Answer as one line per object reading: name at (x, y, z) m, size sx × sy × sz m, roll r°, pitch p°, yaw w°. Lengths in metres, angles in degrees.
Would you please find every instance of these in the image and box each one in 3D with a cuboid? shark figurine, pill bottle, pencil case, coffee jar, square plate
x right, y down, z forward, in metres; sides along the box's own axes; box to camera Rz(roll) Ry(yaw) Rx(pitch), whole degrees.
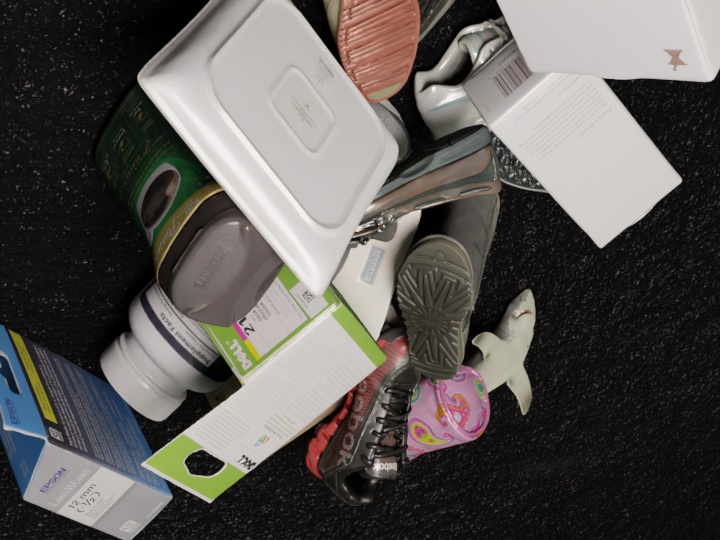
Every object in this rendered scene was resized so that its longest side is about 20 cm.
shark figurine at (0.106, 0.109, 1.358) m, size 0.212 × 0.089 × 0.130 m, roll -18°, pitch 102°, yaw -32°
pill bottle at (-0.133, 0.035, 1.092) m, size 0.200 × 0.111 × 0.111 m, roll -44°, pitch 138°, yaw 8°
pencil case at (0.039, 0.158, 1.281) m, size 0.087 × 0.089 × 0.199 m, roll 16°, pitch 149°, yaw -42°
coffee jar at (-0.128, -0.054, 0.946) m, size 0.085 × 0.201 × 0.105 m, roll 18°, pitch 118°, yaw -43°
square plate at (-0.052, -0.114, 0.912) m, size 0.028 × 0.199 × 0.201 m, roll -25°, pitch 113°, yaw 36°

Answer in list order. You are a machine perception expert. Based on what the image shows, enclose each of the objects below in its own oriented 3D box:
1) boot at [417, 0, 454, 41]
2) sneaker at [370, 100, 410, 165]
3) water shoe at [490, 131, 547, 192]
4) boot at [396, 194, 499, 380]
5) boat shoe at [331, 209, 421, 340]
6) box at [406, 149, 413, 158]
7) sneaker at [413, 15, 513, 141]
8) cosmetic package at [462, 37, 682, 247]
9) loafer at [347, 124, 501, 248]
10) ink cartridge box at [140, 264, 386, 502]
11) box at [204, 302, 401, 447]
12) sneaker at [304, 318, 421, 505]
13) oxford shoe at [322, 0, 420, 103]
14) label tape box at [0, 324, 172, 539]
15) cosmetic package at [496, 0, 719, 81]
boot at (0.107, -0.255, 1.038) m, size 0.130 × 0.068 × 0.201 m, roll 13°, pitch 120°, yaw -48°
sneaker at (-0.026, -0.117, 1.048) m, size 0.198 × 0.087 × 0.078 m, roll 17°, pitch 117°, yaw -43°
water shoe at (0.179, -0.117, 1.207) m, size 0.197 × 0.079 × 0.072 m, roll 22°, pitch 112°, yaw -17°
boot at (0.091, -0.025, 1.139) m, size 0.183 × 0.071 × 0.201 m, roll 94°, pitch 17°, yaw -49°
boat shoe at (0.000, 0.000, 1.128) m, size 0.071 × 0.069 × 0.203 m, roll 19°, pitch 111°, yaw 1°
box at (-0.015, -0.035, 1.166) m, size 0.199 × 0.039 × 0.041 m, roll -40°, pitch 136°, yaw 3°
sneaker at (0.133, -0.194, 1.104) m, size 0.200 × 0.071 × 0.080 m, roll -40°, pitch 136°, yaw 4°
cosmetic package at (0.190, -0.120, 1.098) m, size 0.101 × 0.074 × 0.200 m, roll -38°, pitch 131°, yaw 12°
loafer at (0.030, -0.053, 1.032) m, size 0.198 × 0.072 × 0.064 m, roll -27°, pitch 104°, yaw -9°
ink cartridge box at (-0.090, 0.088, 1.021) m, size 0.199 × 0.076 × 0.148 m, roll -39°, pitch 153°, yaw -1°
box at (-0.053, 0.090, 1.222) m, size 0.199 × 0.078 × 0.095 m, roll -35°, pitch 139°, yaw -3°
sneaker at (0.019, 0.143, 1.188) m, size 0.070 × 0.098 × 0.202 m, roll 8°, pitch 122°, yaw -38°
oxford shoe at (-0.001, -0.226, 0.973) m, size 0.070 × 0.074 × 0.202 m, roll -22°, pitch 133°, yaw -13°
label tape box at (-0.266, 0.136, 1.065) m, size 0.066 × 0.144 × 0.200 m, roll -44°, pitch 139°, yaw 8°
cosmetic package at (0.210, -0.274, 0.940) m, size 0.201 × 0.166 × 0.167 m, roll -58°, pitch 136°, yaw -24°
